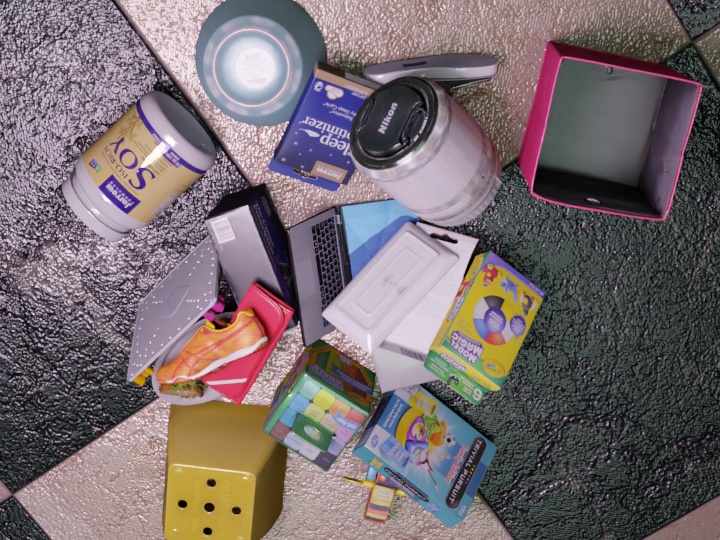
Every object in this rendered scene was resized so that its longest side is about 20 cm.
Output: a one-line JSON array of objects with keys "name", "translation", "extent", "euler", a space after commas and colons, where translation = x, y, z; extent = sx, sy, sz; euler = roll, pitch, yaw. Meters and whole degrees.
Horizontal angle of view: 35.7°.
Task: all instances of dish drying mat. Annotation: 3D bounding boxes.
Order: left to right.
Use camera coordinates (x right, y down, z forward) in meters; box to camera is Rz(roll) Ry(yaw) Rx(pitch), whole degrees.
[{"name": "dish drying mat", "translation": [-0.170, 0.112, 1.661], "extent": [0.077, 0.018, 0.200], "euler": [35, 121, 7]}]

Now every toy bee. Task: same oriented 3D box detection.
[{"name": "toy bee", "translation": [0.035, 0.335, 1.816], "extent": [0.131, 0.109, 0.200], "euler": [-6, 107, 7]}]

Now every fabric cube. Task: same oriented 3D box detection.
[{"name": "fabric cube", "translation": [0.344, -0.202, 1.588], "extent": [0.196, 0.199, 0.200], "euler": [11, 107, -1]}]

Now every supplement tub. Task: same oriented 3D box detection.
[{"name": "supplement tub", "translation": [-0.330, -0.153, 1.665], "extent": [0.200, 0.145, 0.145], "euler": [-41, 101, 13]}]

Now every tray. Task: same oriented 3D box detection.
[{"name": "tray", "translation": [0.042, 0.020, 1.671], "extent": [0.107, 0.022, 0.200], "euler": [38, 78, 26]}]

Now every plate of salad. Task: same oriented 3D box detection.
[{"name": "plate of salad", "translation": [-0.229, 0.146, 1.748], "extent": [0.200, 0.048, 0.200], "euler": [-22, 140, -19]}]

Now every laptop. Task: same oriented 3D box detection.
[{"name": "laptop", "translation": [0.000, 0.000, 1.708], "extent": [0.116, 0.200, 0.188], "euler": [3, 109, 33]}]

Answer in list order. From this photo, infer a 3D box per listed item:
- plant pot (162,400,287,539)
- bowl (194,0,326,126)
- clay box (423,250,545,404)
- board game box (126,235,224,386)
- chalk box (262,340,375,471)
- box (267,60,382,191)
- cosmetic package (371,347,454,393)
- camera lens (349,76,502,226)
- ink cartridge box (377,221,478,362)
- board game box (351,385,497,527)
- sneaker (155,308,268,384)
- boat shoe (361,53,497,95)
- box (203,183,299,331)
[{"name": "plant pot", "translation": [-0.228, 0.337, 1.794], "extent": [0.200, 0.176, 0.200], "euler": [7, 107, 1]}, {"name": "bowl", "translation": [-0.153, -0.302, 1.632], "extent": [0.200, 0.105, 0.201], "euler": [1, 107, 4]}, {"name": "clay box", "translation": [0.182, 0.085, 1.638], "extent": [0.115, 0.048, 0.200], "euler": [36, 65, -16]}, {"name": "board game box", "translation": [-0.273, 0.053, 1.691], "extent": [0.026, 0.200, 0.200], "euler": [38, 114, -25]}, {"name": "chalk box", "translation": [-0.063, 0.213, 1.734], "extent": [0.125, 0.200, 0.124], "euler": [33, 106, -7]}, {"name": "box", "translation": [-0.048, -0.202, 1.654], "extent": [0.121, 0.032, 0.200], "euler": [17, 126, -18]}, {"name": "cosmetic package", "translation": [0.118, 0.116, 1.745], "extent": [0.200, 0.107, 0.090], "euler": [-16, 104, 9]}, {"name": "camera lens", "translation": [0.092, -0.168, 1.592], "extent": [0.160, 0.160, 0.200], "euler": [-40, 139, 13]}, {"name": "ink cartridge box", "translation": [0.098, 0.033, 1.692], "extent": [0.109, 0.050, 0.200], "euler": [17, 68, 20]}, {"name": "board game box", "translation": [0.105, 0.285, 1.776], "extent": [0.200, 0.151, 0.047], "euler": [38, 144, -9]}, {"name": "sneaker", "translation": [-0.222, 0.113, 1.644], "extent": [0.200, 0.073, 0.077], "euler": [-27, 86, 22]}, {"name": "boat shoe", "translation": [0.103, -0.274, 1.649], "extent": [0.200, 0.070, 0.066], "euler": [-6, 119, 4]}, {"name": "box", "translation": [-0.155, -0.015, 1.700], "extent": [0.079, 0.141, 0.200], "euler": [-18, 106, 9]}]
